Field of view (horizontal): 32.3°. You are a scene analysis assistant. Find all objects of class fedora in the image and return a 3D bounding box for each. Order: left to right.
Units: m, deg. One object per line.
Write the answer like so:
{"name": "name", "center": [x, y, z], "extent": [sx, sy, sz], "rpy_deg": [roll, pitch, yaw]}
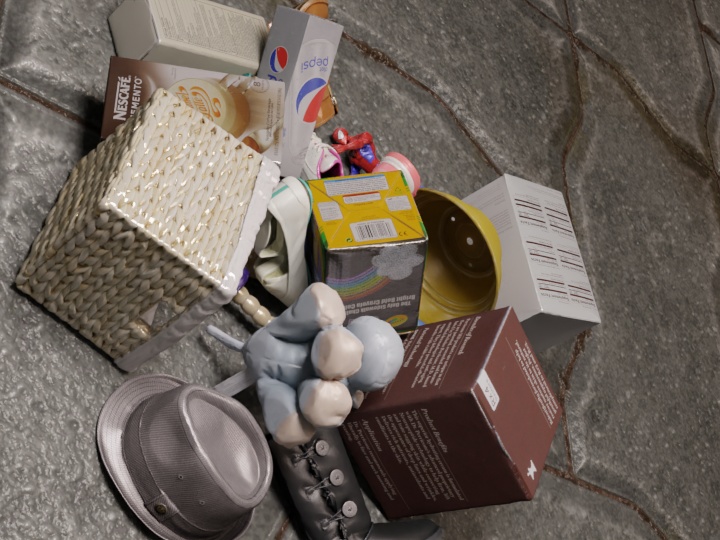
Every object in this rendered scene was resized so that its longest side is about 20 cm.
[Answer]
{"name": "fedora", "center": [-0.162, 0.182, 1.265], "extent": [0.201, 0.090, 0.177], "rpy_deg": [56, 37, -4]}

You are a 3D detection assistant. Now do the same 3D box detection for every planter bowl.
{"name": "planter bowl", "center": [0.121, -0.025, 1.606], "extent": [0.083, 0.200, 0.202], "rpy_deg": [-29, 88, -40]}

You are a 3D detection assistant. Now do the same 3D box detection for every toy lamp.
{"name": "toy lamp", "center": [-0.113, 0.057, 1.438], "extent": [0.200, 0.058, 0.058], "rpy_deg": [46, 39, -17]}

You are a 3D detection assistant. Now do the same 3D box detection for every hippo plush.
{"name": "hippo plush", "center": [-0.038, 0.117, 1.351], "extent": [0.160, 0.199, 0.161], "rpy_deg": [16, 58, -47]}

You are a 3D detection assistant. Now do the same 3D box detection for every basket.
{"name": "basket", "center": [-0.215, -0.045, 1.271], "extent": [0.160, 0.198, 0.201], "rpy_deg": [39, 42, -22]}

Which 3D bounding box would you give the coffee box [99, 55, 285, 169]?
{"name": "coffee box", "center": [-0.189, -0.158, 1.394], "extent": [0.198, 0.080, 0.116], "rpy_deg": [6, 61, -11]}

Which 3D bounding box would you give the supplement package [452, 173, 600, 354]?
{"name": "supplement package", "center": [0.194, 0.010, 1.712], "extent": [0.146, 0.190, 0.202], "rpy_deg": [11, 58, -45]}

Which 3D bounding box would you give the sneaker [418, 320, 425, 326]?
{"name": "sneaker", "center": [0.082, 0.098, 1.600], "extent": [0.200, 0.082, 0.074], "rpy_deg": [51, 7, -17]}

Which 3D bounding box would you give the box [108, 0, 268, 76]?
{"name": "box", "center": [-0.203, -0.278, 1.538], "extent": [0.199, 0.078, 0.096], "rpy_deg": [8, 57, -46]}

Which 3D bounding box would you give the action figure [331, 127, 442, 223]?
{"name": "action figure", "center": [0.019, -0.117, 1.685], "extent": [0.200, 0.065, 0.099], "rpy_deg": [46, 46, 16]}

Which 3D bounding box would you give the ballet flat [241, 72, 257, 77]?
{"name": "ballet flat", "center": [-0.178, -0.160, 1.496], "extent": [0.200, 0.067, 0.063], "rpy_deg": [-50, 117, -35]}

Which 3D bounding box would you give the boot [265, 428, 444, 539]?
{"name": "boot", "center": [-0.008, 0.248, 1.407], "extent": [0.164, 0.066, 0.201], "rpy_deg": [-22, 81, -40]}

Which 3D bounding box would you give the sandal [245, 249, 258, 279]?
{"name": "sandal", "center": [-0.139, -0.048, 1.466], "extent": [0.211, 0.069, 0.078], "rpy_deg": [20, 52, -41]}

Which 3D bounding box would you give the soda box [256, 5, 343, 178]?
{"name": "soda box", "center": [-0.090, -0.220, 1.546], "extent": [0.063, 0.068, 0.202], "rpy_deg": [7, 103, -47]}

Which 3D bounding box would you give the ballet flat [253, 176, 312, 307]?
{"name": "ballet flat", "center": [-0.095, -0.021, 1.434], "extent": [0.069, 0.201, 0.070], "rpy_deg": [3, 45, -3]}

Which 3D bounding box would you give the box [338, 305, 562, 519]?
{"name": "box", "center": [0.104, 0.170, 1.468], "extent": [0.167, 0.198, 0.165], "rpy_deg": [62, 34, -22]}

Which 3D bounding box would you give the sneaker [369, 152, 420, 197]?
{"name": "sneaker", "center": [0.006, -0.062, 1.566], "extent": [0.074, 0.201, 0.087], "rpy_deg": [40, 51, 19]}

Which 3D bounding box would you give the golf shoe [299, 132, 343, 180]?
{"name": "golf shoe", "center": [-0.063, -0.146, 1.605], "extent": [0.075, 0.091, 0.202], "rpy_deg": [-3, 67, -48]}

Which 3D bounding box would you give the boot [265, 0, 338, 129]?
{"name": "boot", "center": [-0.064, -0.287, 1.716], "extent": [0.156, 0.076, 0.200], "rpy_deg": [61, 23, -13]}

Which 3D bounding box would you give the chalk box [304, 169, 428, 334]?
{"name": "chalk box", "center": [0.000, 0.000, 1.476], "extent": [0.123, 0.201, 0.125], "rpy_deg": [-7, 46, -12]}
